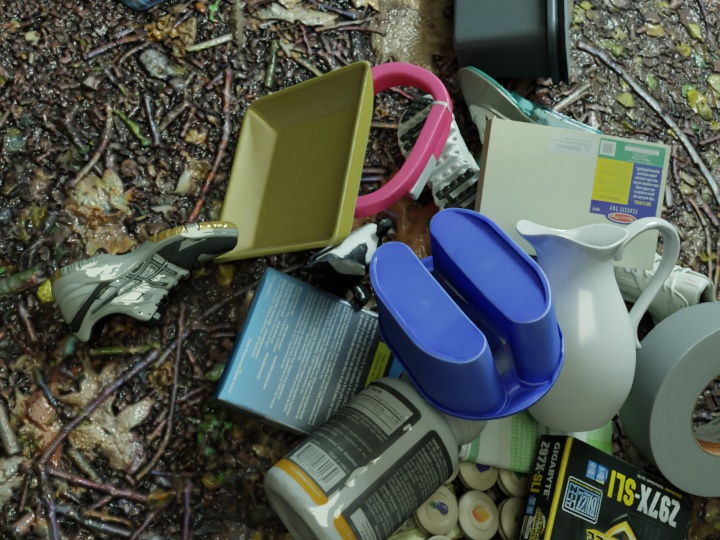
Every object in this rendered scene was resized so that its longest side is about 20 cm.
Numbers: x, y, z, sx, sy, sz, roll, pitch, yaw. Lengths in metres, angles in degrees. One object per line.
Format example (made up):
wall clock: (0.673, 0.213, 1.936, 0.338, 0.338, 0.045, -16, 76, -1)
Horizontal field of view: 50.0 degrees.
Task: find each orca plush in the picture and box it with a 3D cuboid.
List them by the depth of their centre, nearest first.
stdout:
orca plush: (0.000, 0.000, 0.792, 0.104, 0.200, 0.072, -29, 95, 0)

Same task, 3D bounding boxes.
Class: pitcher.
pitcher: (0.235, 0.049, 0.769, 0.169, 0.121, 0.203, -5, 106, -8)

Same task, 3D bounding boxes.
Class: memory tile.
memory tile: (0.122, 0.227, 0.794, 0.152, 0.017, 0.202, 16, 60, -22)

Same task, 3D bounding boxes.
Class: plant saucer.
plant saucer: (-0.064, -0.102, 0.822, 0.048, 0.199, 0.202, 27, 66, -42)

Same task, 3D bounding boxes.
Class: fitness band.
fitness band: (0.021, -0.148, 0.870, 0.142, 0.037, 0.202, 19, 73, 29)

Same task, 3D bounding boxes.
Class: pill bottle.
pill bottle: (0.018, 0.172, 0.713, 0.199, 0.116, 0.117, -36, 84, -24)

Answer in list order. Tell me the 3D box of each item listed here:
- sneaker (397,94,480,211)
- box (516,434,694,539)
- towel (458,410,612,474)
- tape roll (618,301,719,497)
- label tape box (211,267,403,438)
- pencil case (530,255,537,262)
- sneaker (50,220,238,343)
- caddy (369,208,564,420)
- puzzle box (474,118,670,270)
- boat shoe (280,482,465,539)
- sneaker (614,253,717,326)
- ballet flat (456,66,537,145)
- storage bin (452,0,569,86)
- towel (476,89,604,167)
sneaker: (0.102, -0.120, 0.893, 0.075, 0.081, 0.201, -31, 55, 16)
box: (0.251, 0.278, 0.793, 0.199, 0.049, 0.161, 28, 68, -24)
towel: (0.191, 0.146, 0.839, 0.198, 0.031, 0.151, 16, 69, -22)
tape roll: (0.383, 0.138, 0.831, 0.198, 0.066, 0.203, -3, 106, -11)
label tape box: (-0.037, 0.104, 0.810, 0.198, 0.066, 0.145, 24, 71, -12)
pencil case: (0.236, -0.040, 0.865, 0.199, 0.088, 0.089, -38, 84, -1)
sneaker: (-0.213, 0.013, 0.803, 0.198, 0.076, 0.089, -22, 86, -5)
caddy: (0.093, 0.041, 0.697, 0.140, 0.105, 0.200, -30, 47, -8)
puzzle box: (0.219, -0.077, 0.804, 0.197, 0.025, 0.135, 8, 93, -8)
boat shoe: (0.009, 0.256, 0.778, 0.198, 0.073, 0.063, -2, 68, -22)
sneaker: (0.354, 0.013, 0.891, 0.200, 0.099, 0.078, 42, 71, 3)
ballet flat: (0.179, -0.158, 0.905, 0.200, 0.067, 0.064, 40, 84, 3)
storage bin: (0.187, -0.326, 0.947, 0.133, 0.146, 0.203, -1, 73, 17)
towel: (0.211, -0.111, 0.940, 0.145, 0.022, 0.202, 24, 72, -3)
